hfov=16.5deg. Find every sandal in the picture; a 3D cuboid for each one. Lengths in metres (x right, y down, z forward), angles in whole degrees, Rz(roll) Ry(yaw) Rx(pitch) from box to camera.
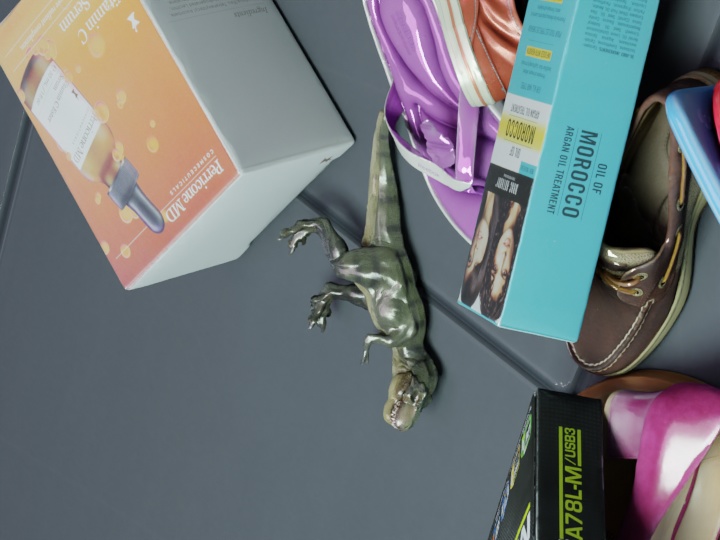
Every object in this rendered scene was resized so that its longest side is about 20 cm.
[{"bbox_3d":[0.045,-0.092,1.493,0.082,0.050,0.203,-35,78,44],"label":"sandal"}]

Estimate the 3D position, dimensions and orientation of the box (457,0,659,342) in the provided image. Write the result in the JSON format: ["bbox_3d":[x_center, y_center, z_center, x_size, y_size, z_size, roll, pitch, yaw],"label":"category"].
[{"bbox_3d":[0.109,-0.067,1.379,0.082,0.049,0.201,-150,72,-73],"label":"box"}]

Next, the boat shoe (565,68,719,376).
[{"bbox_3d":[0.151,-0.021,1.398,0.072,0.072,0.200,42,128,27],"label":"boat shoe"}]

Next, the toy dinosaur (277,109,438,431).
[{"bbox_3d":[0.000,0.000,1.569,0.088,0.047,0.201,-4,100,30],"label":"toy dinosaur"}]

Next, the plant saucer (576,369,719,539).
[{"bbox_3d":[0.177,0.159,1.457,0.200,0.032,0.201,15,112,41],"label":"plant saucer"}]

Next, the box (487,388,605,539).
[{"bbox_3d":[0.096,0.202,1.404,0.047,0.193,0.200,11,130,-2],"label":"box"}]

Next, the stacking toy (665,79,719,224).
[{"bbox_3d":[0.267,-0.088,1.262,0.200,0.116,0.110,-33,79,30],"label":"stacking toy"}]

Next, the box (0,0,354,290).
[{"bbox_3d":[-0.125,-0.116,1.610,0.152,0.106,0.200,-43,72,42],"label":"box"}]

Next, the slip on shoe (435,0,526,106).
[{"bbox_3d":[0.065,-0.197,1.441,0.061,0.074,0.201,-16,84,11],"label":"slip on shoe"}]

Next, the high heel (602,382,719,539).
[{"bbox_3d":[0.184,0.162,1.384,0.096,0.067,0.201,0,89,54],"label":"high heel"}]
